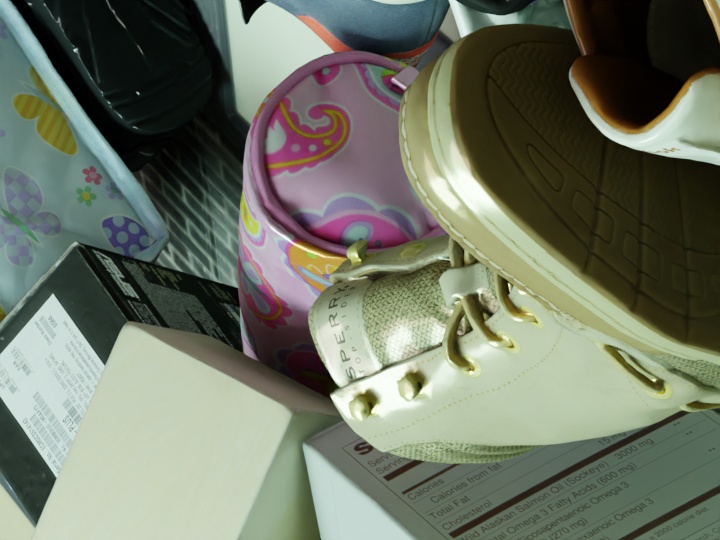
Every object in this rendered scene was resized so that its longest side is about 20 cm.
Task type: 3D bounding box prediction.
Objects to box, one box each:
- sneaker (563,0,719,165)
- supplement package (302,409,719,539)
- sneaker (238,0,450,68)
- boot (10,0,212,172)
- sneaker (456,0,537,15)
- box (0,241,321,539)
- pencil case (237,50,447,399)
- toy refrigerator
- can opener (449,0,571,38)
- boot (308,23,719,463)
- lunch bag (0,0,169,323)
[{"bbox_3d":[0.097,-0.043,0.687,0.200,0.085,0.073,46,156,-28],"label":"sneaker"},{"bbox_3d":[0.086,0.120,0.914,0.200,0.117,0.117,37,146,50],"label":"supplement package"},{"bbox_3d":[-0.040,-0.140,0.978,0.200,0.075,0.085,51,150,29],"label":"sneaker"},{"bbox_3d":[-0.143,-0.124,1.232,0.198,0.073,0.162,61,158,-3],"label":"boot"},{"bbox_3d":[0.024,-0.159,0.675,0.088,0.076,0.200,-69,-34,-57],"label":"sneaker"},{"bbox_3d":[-0.043,0.098,1.108,0.200,0.086,0.164,51,-162,29],"label":"box"},{"bbox_3d":[0.000,0.000,0.994,0.087,0.087,0.200,56,166,21],"label":"pencil case"},{"bbox_3d":[-0.077,0.126,0.980,0.076,0.200,0.070,25,-175,26],"label":"toy refrigerator"},{"bbox_3d":[0.021,-0.144,0.783,0.067,0.053,0.200,30,146,56],"label":"can opener"},{"bbox_3d":[0.039,0.002,0.765,0.155,0.200,0.073,-12,67,39],"label":"boot"},{"bbox_3d":[-0.197,-0.042,1.205,0.200,0.127,0.170,58,154,3],"label":"lunch bag"}]
